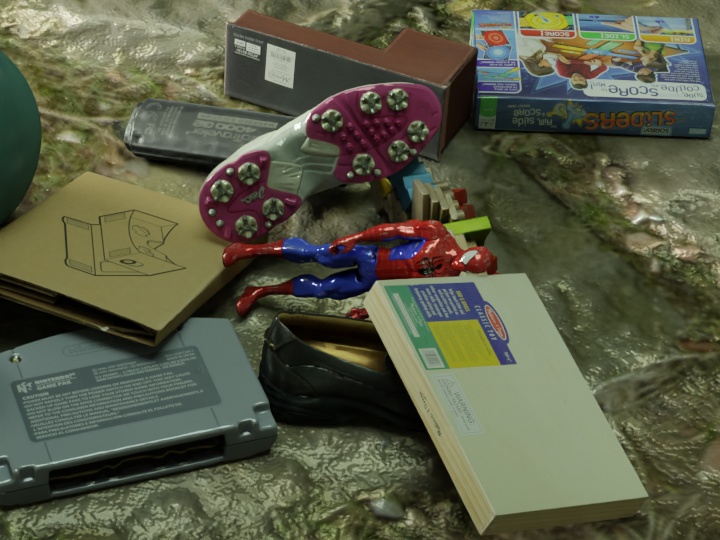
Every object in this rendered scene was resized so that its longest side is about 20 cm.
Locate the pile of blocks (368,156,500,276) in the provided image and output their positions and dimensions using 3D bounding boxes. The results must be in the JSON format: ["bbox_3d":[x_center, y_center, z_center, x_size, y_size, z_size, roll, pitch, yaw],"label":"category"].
[{"bbox_3d":[0.064,-0.045,1.683,0.062,0.082,0.200,-11,40,-17],"label":"pile of blocks"}]

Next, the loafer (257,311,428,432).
[{"bbox_3d":[0.028,0.066,1.548,0.199,0.073,0.073,-1,38,-6],"label":"loafer"}]

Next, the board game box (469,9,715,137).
[{"bbox_3d":[0.195,-0.169,1.884,0.199,0.035,0.136,3,39,-1],"label":"board game box"}]

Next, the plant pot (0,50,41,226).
[{"bbox_3d":[-0.331,-0.096,1.635,0.200,0.201,0.161,22,25,22],"label":"plant pot"}]

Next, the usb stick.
[{"bbox_3d":[-0.092,-0.103,1.762,0.199,0.033,0.056,9,61,19],"label":"usb stick"}]

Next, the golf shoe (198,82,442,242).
[{"bbox_3d":[-0.035,-0.093,1.680,0.199,0.076,0.092,-24,16,-4],"label":"golf shoe"}]

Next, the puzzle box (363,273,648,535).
[{"bbox_3d":[0.098,0.086,1.501,0.133,0.025,0.200,-2,51,-33],"label":"puzzle box"}]

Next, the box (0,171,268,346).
[{"bbox_3d":[-0.179,-0.012,1.636,0.163,0.021,0.200,17,26,16],"label":"box"}]

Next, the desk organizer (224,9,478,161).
[{"bbox_3d":[-0.008,-0.166,1.840,0.199,0.072,0.077,18,39,18],"label":"desk organizer"}]

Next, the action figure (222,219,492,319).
[{"bbox_3d":[0.000,0.000,1.595,0.199,0.066,0.052,-6,20,19],"label":"action figure"}]

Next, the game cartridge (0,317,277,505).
[{"bbox_3d":[-0.171,0.091,1.534,0.199,0.041,0.134,-10,44,-16],"label":"game cartridge"}]
